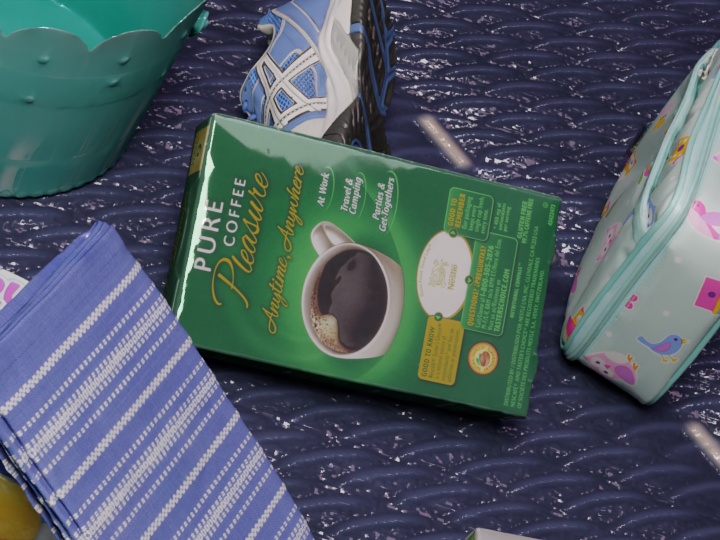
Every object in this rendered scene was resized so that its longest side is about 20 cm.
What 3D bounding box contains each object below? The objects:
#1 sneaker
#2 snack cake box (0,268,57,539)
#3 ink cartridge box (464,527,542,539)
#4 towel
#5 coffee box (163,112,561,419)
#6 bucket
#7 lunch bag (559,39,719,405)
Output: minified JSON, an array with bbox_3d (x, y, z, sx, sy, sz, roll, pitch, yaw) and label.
[{"bbox_3d":[-0.026,-0.075,1.167,0.077,0.076,0.201,-8,52,19],"label":"sneaker"},{"bbox_3d":[-0.206,0.048,0.951,0.199,0.067,0.115,25,44,-4],"label":"snack cake box"},{"bbox_3d":[0.097,0.223,0.944,0.103,0.059,0.201,12,46,-18],"label":"ink cartridge box"},{"bbox_3d":[-0.096,0.090,0.924,0.201,0.024,0.145,59,33,-15],"label":"towel"},{"bbox_3d":[0.000,0.000,1.074,0.199,0.044,0.124,11,82,-16],"label":"coffee box"},{"bbox_3d":[-0.185,-0.149,1.096,0.206,0.135,0.208,14,46,-15],"label":"bucket"},{"bbox_3d":[0.187,-0.038,1.161,0.077,0.161,0.200,27,44,-1],"label":"lunch bag"}]
